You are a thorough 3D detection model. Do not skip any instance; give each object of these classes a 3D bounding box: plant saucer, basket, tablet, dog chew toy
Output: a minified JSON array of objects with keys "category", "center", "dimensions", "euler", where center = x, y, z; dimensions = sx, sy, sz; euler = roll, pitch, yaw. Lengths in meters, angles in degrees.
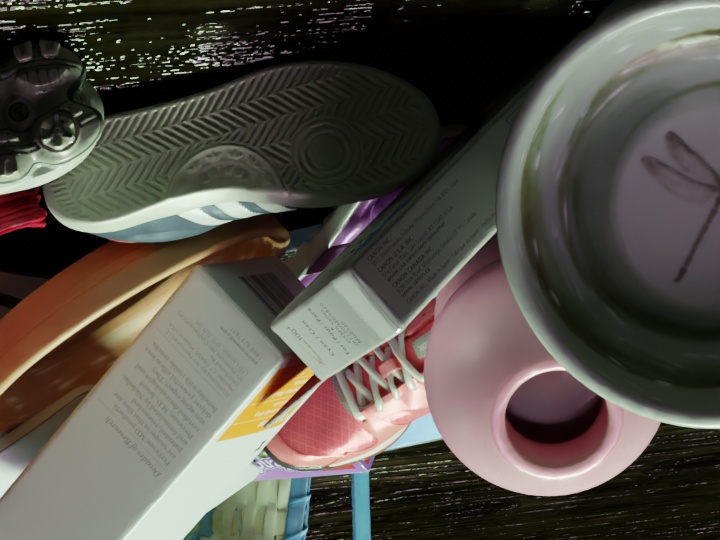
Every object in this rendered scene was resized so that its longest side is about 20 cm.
[{"category":"plant saucer","center":[0.164,-0.029,1.189],"dimensions":[0.200,0.201,0.050],"euler":[-13,180,11]},{"category":"basket","center":[-0.075,0.138,1.723],"dimensions":[0.200,0.177,0.139],"euler":[-7,163,32]},{"category":"tablet","center":[-0.156,0.127,1.512],"dimensions":[0.130,0.014,0.200],"euler":[-33,150,14]},{"category":"plant saucer","center":[-0.131,0.021,1.401],"dimensions":[0.200,0.037,0.200],"euler":[-33,171,-6]},{"category":"dog chew toy","center":[0.091,0.029,1.329],"dimensions":[0.124,0.125,0.200],"euler":[-11,-155,3]}]

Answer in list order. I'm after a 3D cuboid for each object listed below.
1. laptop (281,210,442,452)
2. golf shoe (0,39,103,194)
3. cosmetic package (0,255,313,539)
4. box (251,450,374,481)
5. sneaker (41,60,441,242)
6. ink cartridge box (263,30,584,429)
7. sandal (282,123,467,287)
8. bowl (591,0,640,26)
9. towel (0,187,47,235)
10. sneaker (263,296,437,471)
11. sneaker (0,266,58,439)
[{"category":"laptop","center":[0.035,0.031,1.537],"dimensions":[0.187,0.116,0.200],"euler":[-13,168,9]},{"category":"golf shoe","center":[-0.218,-0.050,1.220],"dimensions":[0.199,0.079,0.097],"euler":[-8,169,-2]},{"category":"cosmetic package","center":[-0.104,0.088,1.389],"dimensions":[0.200,0.071,0.101],"euler":[-49,166,19]},{"category":"box","center":[-0.102,0.077,1.576],"dimensions":[0.200,0.039,0.137],"euler":[-8,138,39]},{"category":"sneaker","center":[-0.057,-0.057,1.300],"dimensions":[0.199,0.075,0.085],"euler":[-6,172,4]},{"category":"ink cartridge box","center":[0.030,-0.019,1.308],"dimensions":[0.200,0.045,0.176],"euler":[-45,-176,-31]},{"category":"sandal","center":[0.005,0.002,1.427],"dimensions":[0.203,0.050,0.082],"euler":[-44,142,20]},{"category":"bowl","center":[0.215,-0.077,1.259],"dimensions":[0.199,0.075,0.200],"euler":[-15,125,13]},{"category":"towel","center":[-0.269,-0.010,1.258],"dimensions":[0.200,0.023,0.145],"euler":[-6,-171,28]},{"category":"sneaker","center":[0.029,0.046,1.455],"dimensions":[0.200,0.074,0.087],"euler":[-26,167,-2]},{"category":"sneaker","center":[-0.236,0.050,1.432],"dimensions":[0.076,0.116,0.200],"euler":[-2,172,40]}]
